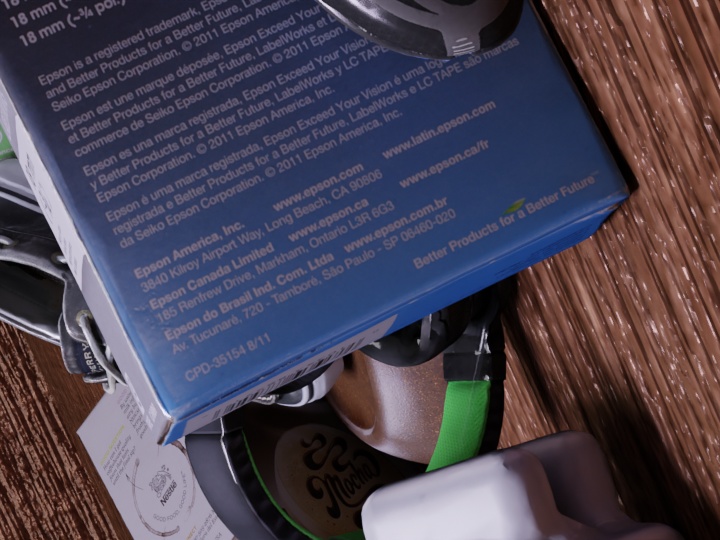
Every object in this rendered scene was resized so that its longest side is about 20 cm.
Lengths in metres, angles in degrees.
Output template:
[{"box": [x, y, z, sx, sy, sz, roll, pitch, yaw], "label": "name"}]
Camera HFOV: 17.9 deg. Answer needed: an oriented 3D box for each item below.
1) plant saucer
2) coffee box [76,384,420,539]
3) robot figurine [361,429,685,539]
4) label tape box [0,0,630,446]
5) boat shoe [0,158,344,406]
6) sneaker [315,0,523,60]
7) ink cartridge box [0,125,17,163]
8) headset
[{"box": [-0.015, -0.003, 0.961, 0.201, 0.032, 0.200, 59, 166, 26], "label": "plant saucer"}, {"box": [-0.026, 0.120, 1.010, 0.080, 0.113, 0.200, -52, 55, 28], "label": "coffee box"}, {"box": [0.065, 0.154, 0.712, 0.113, 0.169, 0.201, -21, 84, 36], "label": "robot figurine"}, {"box": [-0.035, -0.073, 0.651, 0.200, 0.144, 0.063, 63, 169, 7], "label": "label tape box"}, {"box": [-0.101, 0.020, 0.964, 0.200, 0.071, 0.072, 22, 143, 29], "label": "boat shoe"}, {"box": [-0.003, -0.139, 0.556, 0.083, 0.071, 0.200, -127, 19, -62], "label": "sneaker"}, {"box": [-0.151, -0.140, 0.970, 0.200, 0.146, 0.084, 82, 165, -55], "label": "ink cartridge box"}, {"box": [0.000, 0.000, 0.748, 0.094, 0.123, 0.201, -5, 93, 51], "label": "headset"}]
